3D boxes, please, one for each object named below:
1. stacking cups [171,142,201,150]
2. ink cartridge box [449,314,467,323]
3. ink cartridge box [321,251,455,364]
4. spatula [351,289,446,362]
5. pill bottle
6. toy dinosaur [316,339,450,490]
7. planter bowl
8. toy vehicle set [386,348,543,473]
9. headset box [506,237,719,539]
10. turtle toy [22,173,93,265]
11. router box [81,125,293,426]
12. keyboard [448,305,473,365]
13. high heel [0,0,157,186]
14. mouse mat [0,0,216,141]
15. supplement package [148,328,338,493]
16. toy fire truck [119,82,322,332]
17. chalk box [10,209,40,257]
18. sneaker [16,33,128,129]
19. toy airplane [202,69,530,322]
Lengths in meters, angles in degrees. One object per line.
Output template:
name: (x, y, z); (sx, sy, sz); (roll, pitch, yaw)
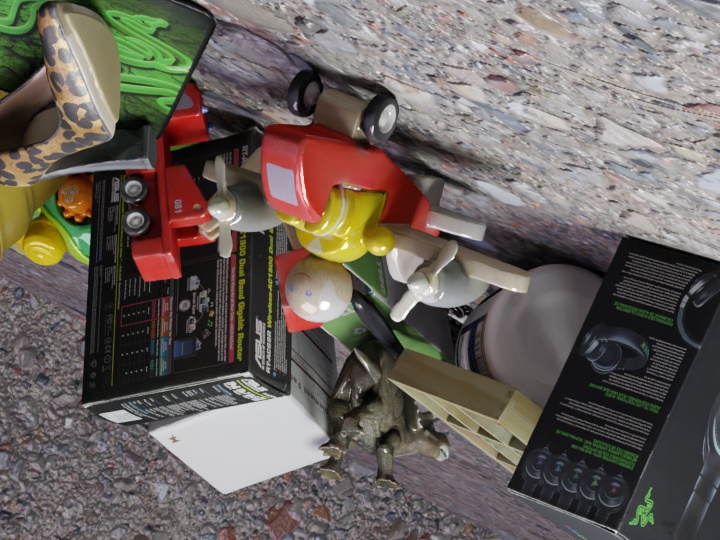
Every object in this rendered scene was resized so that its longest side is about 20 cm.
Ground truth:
stacking cups: (-0.184, -0.106, 1.682); (0.200, 0.061, 0.060); (33, 168, -30)
ink cartridge box: (0.064, 0.058, 1.956); (0.160, 0.047, 0.200); (27, 175, -4)
ink cartridge box: (0.000, 0.000, 1.597); (0.059, 0.104, 0.200); (-20, 149, 20)
spatula: (0.044, 0.068, 1.573); (0.200, 0.021, 0.057); (42, -170, -44)
pill bottle: (0.132, 0.062, 1.588); (0.111, 0.111, 0.200); (27, 170, -3)
toy dinosaur: (0.006, 0.099, 1.588); (0.077, 0.103, 0.200); (0, 145, 23)
planter bowl: (-0.285, -0.115, 1.704); (0.083, 0.201, 0.200); (-17, 180, -15)
toy vehicle set: (0.124, 0.128, 1.534); (0.200, 0.027, 0.124); (39, 167, -37)
headset box: (0.204, 0.110, 1.397); (0.093, 0.201, 0.174); (18, 167, 39)
turtle toy: (-0.185, -0.053, 1.789); (0.199, 0.146, 0.101); (27, 140, -9)
router box: (-0.128, 0.006, 1.576); (0.149, 0.201, 0.062); (-12, 155, 27)
keyboard: (0.052, 0.033, 1.764); (0.200, 0.021, 0.127); (32, -158, -27)
high heel: (-0.224, -0.113, 1.376); (0.142, 0.072, 0.200); (-2, 153, 9)
mouse mat: (-0.207, -0.157, 1.382); (0.199, 0.008, 0.161); (19, 146, -11)
supplement package: (-0.094, 0.053, 1.665); (0.116, 0.201, 0.117); (-20, 142, 18)
toy fire truck: (-0.100, -0.051, 1.509); (0.140, 0.201, 0.049); (-8, 156, 1)
chalk box: (-0.322, -0.093, 1.912); (0.123, 0.125, 0.200); (20, 169, 31)
sneaker: (-0.206, -0.143, 1.503); (0.115, 0.075, 0.200); (33, 165, -21)
toy airplane: (-0.004, -0.028, 1.392); (0.199, 0.142, 0.200); (28, 169, -15)
